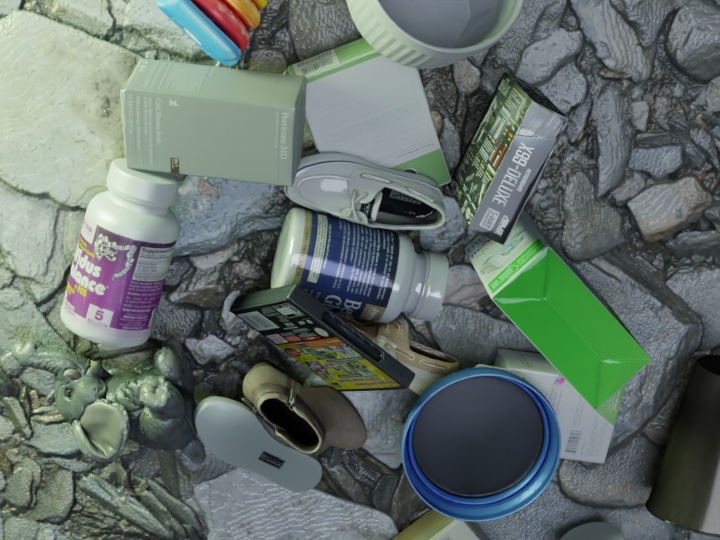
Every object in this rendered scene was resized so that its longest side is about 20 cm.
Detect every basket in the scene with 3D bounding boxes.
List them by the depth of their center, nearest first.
[{"bbox_3d":[0.471,0.222,1.873,0.178,0.136,0.203,7,104,-4],"label":"basket"}]

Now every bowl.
[{"bbox_3d":[0.148,0.213,1.802,0.198,0.039,0.203,-1,110,-4],"label":"bowl"}]

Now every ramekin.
[{"bbox_3d":[0.076,-0.321,1.618,0.198,0.105,0.203,4,78,-20],"label":"ramekin"}]

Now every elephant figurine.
[{"bbox_3d":[-0.303,0.158,1.761,0.197,0.142,0.157,-10,68,4],"label":"elephant figurine"}]

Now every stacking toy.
[{"bbox_3d":[-0.126,-0.338,1.634,0.110,0.116,0.201,41,85,-22],"label":"stacking toy"}]

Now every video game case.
[{"bbox_3d":[-0.048,0.083,1.727,0.180,0.200,0.026,38,71,-17],"label":"video game case"}]

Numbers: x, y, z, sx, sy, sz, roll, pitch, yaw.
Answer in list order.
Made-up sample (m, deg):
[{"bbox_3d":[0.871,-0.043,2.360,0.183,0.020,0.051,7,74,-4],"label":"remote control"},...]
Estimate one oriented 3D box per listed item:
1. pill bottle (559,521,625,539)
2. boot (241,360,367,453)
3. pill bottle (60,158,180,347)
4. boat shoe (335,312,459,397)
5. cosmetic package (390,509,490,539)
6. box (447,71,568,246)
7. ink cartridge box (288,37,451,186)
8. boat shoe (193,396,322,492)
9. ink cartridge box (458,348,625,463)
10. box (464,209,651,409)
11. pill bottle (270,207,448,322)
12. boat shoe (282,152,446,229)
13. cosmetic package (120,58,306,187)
[{"bbox_3d":[0.326,0.442,1.930,0.118,0.120,0.202,-18,109,-1],"label":"pill bottle"},{"bbox_3d":[-0.064,0.183,1.778,0.199,0.146,0.071,34,100,-17],"label":"boot"},{"bbox_3d":[-0.275,-0.022,1.700,0.111,0.112,0.202,14,105,-12],"label":"pill bottle"},{"bbox_3d":[0.037,0.090,1.804,0.199,0.074,0.070,32,99,-25],"label":"boat shoe"},{"bbox_3d":[0.076,0.398,1.907,0.199,0.071,0.106,-36,108,5],"label":"cosmetic package"},{"bbox_3d":[0.165,-0.133,1.676,0.049,0.200,0.159,24,103,-10],"label":"box"},{"bbox_3d":[0.013,-0.172,1.725,0.144,0.048,0.201,-21,125,0],"label":"ink cartridge box"},{"bbox_3d":[-0.133,0.208,1.802,0.071,0.064,0.200,-46,123,7],"label":"boat shoe"},{"bbox_3d":[0.223,0.169,1.853,0.197,0.067,0.118,9,109,-11],"label":"ink cartridge box"},{"bbox_3d":[0.232,0.041,1.754,0.097,0.177,0.200,-42,108,9],"label":"box"},{"bbox_3d":[0.000,0.000,1.744,0.198,0.111,0.112,13,106,-11],"label":"pill bottle"},{"bbox_3d":[0.007,-0.083,1.711,0.198,0.066,0.073,12,117,-19],"label":"boat shoe"},{"bbox_3d":[-0.163,-0.168,1.650,0.197,0.091,0.108,7,125,7],"label":"cosmetic package"}]
